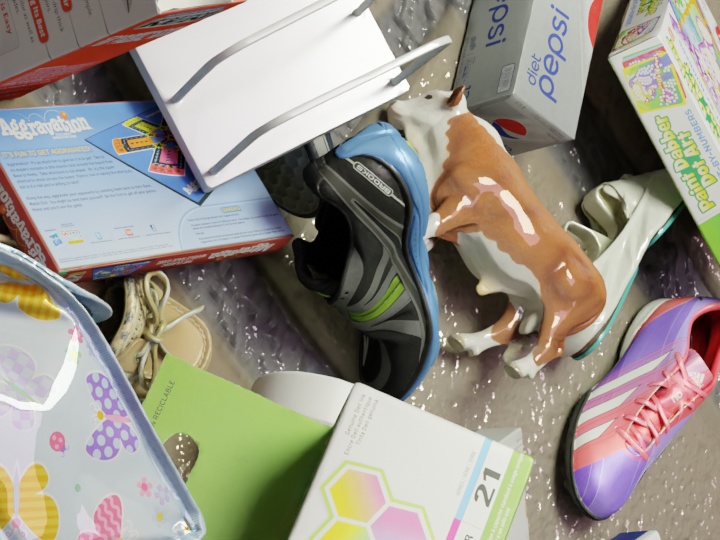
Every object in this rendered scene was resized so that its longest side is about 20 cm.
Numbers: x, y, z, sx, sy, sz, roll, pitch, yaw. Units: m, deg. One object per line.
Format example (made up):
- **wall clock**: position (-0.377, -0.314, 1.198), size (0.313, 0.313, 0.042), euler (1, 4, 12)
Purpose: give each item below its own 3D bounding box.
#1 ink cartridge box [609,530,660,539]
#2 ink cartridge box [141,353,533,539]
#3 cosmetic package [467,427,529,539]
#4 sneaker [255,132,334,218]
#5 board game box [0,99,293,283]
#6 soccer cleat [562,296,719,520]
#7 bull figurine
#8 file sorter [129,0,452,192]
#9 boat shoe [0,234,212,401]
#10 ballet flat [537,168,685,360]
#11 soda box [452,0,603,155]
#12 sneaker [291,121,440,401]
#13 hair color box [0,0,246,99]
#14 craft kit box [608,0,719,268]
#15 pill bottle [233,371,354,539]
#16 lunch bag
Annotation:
- **ink cartridge box**: position (0.159, 0.301, 1.341), size (0.200, 0.041, 0.200), euler (-23, 97, -44)
- **ink cartridge box**: position (-0.033, 0.131, 1.040), size (0.200, 0.076, 0.148), euler (24, 65, -1)
- **cosmetic package**: position (0.062, 0.145, 1.205), size (0.200, 0.051, 0.083), euler (-10, 98, -77)
- **sneaker**: position (-0.032, -0.146, 1.238), size (0.146, 0.077, 0.202), euler (-32, 102, -40)
- **board game box**: position (-0.126, -0.047, 1.117), size (0.200, 0.019, 0.103), euler (-10, 66, -55)
- **soccer cleat**: position (0.205, 0.090, 1.411), size (0.068, 0.073, 0.200), euler (52, 50, -22)
- **bull figurine**: position (0.079, -0.025, 1.313), size (0.200, 0.065, 0.121), euler (46, 67, -9)
- **file sorter**: position (-0.059, -0.170, 1.109), size (0.139, 0.125, 0.200), euler (-28, 91, -20)
- **boat shoe**: position (-0.153, 0.026, 1.092), size (0.200, 0.063, 0.073), euler (17, 68, -41)
- **ballet flat**: position (0.175, -0.023, 1.423), size (0.069, 0.069, 0.200), euler (53, 51, -21)
- **soda box**: position (0.123, -0.184, 1.404), size (0.068, 0.063, 0.200), euler (33, 60, -34)
- **sneaker**: position (0.000, 0.000, 1.211), size (0.083, 0.071, 0.200), euler (-20, 133, -14)
- **hair color box**: position (-0.155, -0.161, 1.037), size (0.064, 0.200, 0.111), euler (-15, 91, -44)
- **craft kit box**: position (0.252, -0.110, 1.473), size (0.200, 0.048, 0.198), euler (59, 26, -16)
- **pill bottle**: position (-0.043, 0.165, 1.129), size (0.114, 0.114, 0.200), euler (33, 59, -34)
- **lunch bag**: position (-0.192, 0.071, 0.970), size (0.127, 0.170, 0.200), euler (-38, 106, -39)
